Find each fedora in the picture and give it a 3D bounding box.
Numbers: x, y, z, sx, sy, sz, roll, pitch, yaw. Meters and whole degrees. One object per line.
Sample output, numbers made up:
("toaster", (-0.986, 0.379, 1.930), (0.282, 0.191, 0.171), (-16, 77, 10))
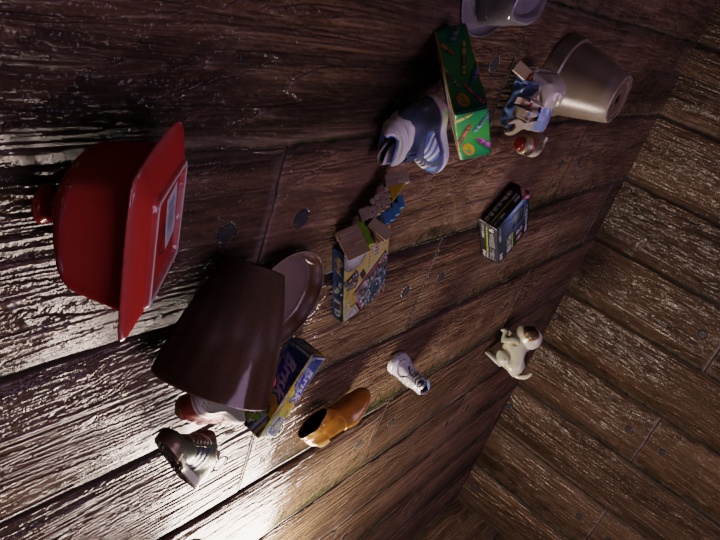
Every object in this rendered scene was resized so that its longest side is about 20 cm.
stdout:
("fedora", (0.277, -0.500, 1.157), (0.200, 0.090, 0.177), (-36, 147, -32))

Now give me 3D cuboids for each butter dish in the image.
("butter dish", (-0.282, -0.059, 0.707), (0.200, 0.147, 0.201), (-89, -167, -60))

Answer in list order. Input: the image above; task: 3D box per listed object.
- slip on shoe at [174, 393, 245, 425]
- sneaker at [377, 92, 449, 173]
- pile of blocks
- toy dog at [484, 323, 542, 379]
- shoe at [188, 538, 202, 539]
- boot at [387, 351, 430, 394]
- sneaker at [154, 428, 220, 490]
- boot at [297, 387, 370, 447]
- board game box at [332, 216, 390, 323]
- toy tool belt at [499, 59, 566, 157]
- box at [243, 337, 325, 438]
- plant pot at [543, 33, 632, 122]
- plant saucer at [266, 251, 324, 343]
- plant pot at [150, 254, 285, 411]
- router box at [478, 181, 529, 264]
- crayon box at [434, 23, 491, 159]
("slip on shoe", (-0.264, 0.245, 1.153), (0.061, 0.074, 0.200), (-22, 161, 11))
("sneaker", (0.087, -0.225, 1.187), (0.146, 0.081, 0.200), (-34, 154, -14))
("pile of blocks", (0.032, -0.101, 1.218), (0.200, 0.082, 0.062), (-50, -178, -3))
("toy dog", (0.602, 0.293, 2.447), (0.200, 0.194, 0.139), (-51, 141, 6))
("shoe", (-0.380, 0.660, 1.410), (0.200, 0.071, 0.091), (-54, 154, 10))
("boot", (0.145, 0.292, 1.808), (0.074, 0.095, 0.200), (-53, 152, -5))
("sneaker", (-0.305, 0.318, 1.164), (0.090, 0.067, 0.201), (-48, 153, -30))
("boot", (-0.060, 0.351, 1.571), (0.201, 0.071, 0.144), (-45, 154, -10))
("board game box", (0.000, 0.000, 1.324), (0.135, 0.035, 0.200), (-36, 147, -33))
("toy tool belt", (0.362, -0.362, 1.446), (0.122, 0.125, 0.201), (5, 118, -24))
("box", (-0.158, 0.234, 1.290), (0.200, 0.070, 0.064), (-57, 155, 4))
("plant pot", (0.552, -0.449, 1.564), (0.200, 0.173, 0.200), (-40, 149, -30))
("plant saucer", (-0.143, 0.049, 1.147), (0.200, 0.032, 0.201), (-42, 149, -32))
("plant pot", (-0.195, 0.084, 0.984), (0.187, 0.186, 0.201), (24, 85, -62))
("router box", (0.402, -0.128, 1.793), (0.150, 0.062, 0.200), (-47, 151, -13))
("crayon box", (0.176, -0.308, 1.110), (0.058, 0.201, 0.119), (-11, 150, 8))
